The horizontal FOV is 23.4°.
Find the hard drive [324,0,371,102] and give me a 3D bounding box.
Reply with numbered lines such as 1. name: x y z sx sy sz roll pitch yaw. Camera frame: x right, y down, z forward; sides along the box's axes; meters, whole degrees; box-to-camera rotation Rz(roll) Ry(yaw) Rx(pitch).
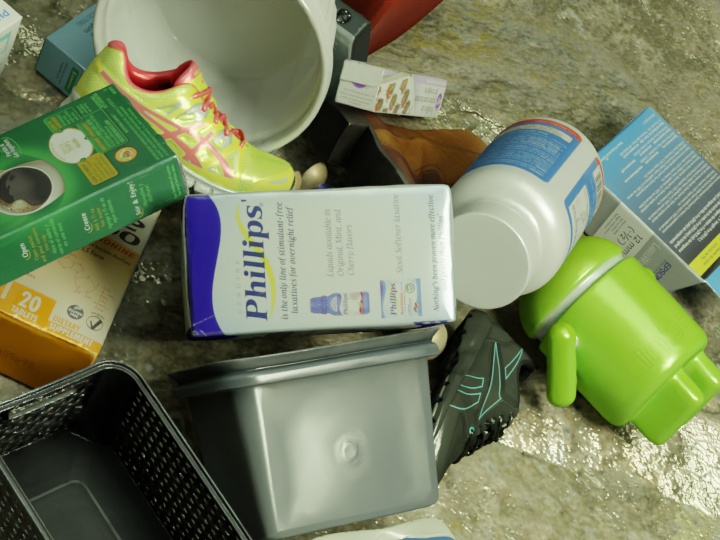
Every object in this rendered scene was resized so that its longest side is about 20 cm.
1. hard drive: -0.080 -0.235 1.558 0.199 0.140 0.033 38 69 13

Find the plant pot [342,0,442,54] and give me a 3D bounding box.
1. plant pot: -0.013 -0.301 1.636 0.200 0.177 0.200 45 48 10

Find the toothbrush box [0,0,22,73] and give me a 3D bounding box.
1. toothbrush box: -0.401 -0.211 1.413 0.200 0.085 0.146 42 46 5

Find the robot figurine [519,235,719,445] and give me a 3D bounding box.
1. robot figurine: 0.222 0.054 1.524 0.200 0.116 0.175 47 41 12

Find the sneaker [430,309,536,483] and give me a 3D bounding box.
1. sneaker: 0.091 0.114 1.434 0.079 0.076 0.201 33 46 -4

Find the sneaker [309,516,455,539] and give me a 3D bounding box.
1. sneaker: 0.015 0.251 1.270 0.199 0.077 0.111 -6 40 -40

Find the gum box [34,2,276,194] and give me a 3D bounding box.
1. gum box: -0.158 -0.167 1.540 0.200 0.045 0.170 39 46 5

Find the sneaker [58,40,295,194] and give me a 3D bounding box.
1. sneaker: -0.135 -0.118 1.393 0.198 0.091 0.078 23 15 -18

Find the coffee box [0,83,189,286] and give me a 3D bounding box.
1. coffee box: -0.241 -0.057 1.278 0.199 0.044 0.123 -28 44 -18

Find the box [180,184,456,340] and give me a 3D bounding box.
1. box: -0.038 -0.003 1.335 0.198 0.184 0.106 -2 87 -7

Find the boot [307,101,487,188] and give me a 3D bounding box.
1. boot: 0.067 -0.069 1.552 0.199 0.069 0.188 8 30 -43

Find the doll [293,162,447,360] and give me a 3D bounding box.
1. doll: 0.000 0.000 1.490 0.200 0.049 0.136 49 35 14

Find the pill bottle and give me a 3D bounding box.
1. pill bottle: 0.128 -0.046 1.447 0.112 0.113 0.200 38 31 4

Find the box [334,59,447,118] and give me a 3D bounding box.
1. box: 0.030 -0.163 1.570 0.041 0.039 0.200 18 9 18

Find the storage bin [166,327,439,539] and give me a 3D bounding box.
1. storage bin: -0.038 0.127 1.324 0.198 0.145 0.136 -6 85 -33

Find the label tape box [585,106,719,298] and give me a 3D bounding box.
1. label tape box: 0.305 -0.047 1.688 0.200 0.066 0.143 46 47 7

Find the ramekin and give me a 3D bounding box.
1. ramekin: -0.112 -0.203 1.435 0.199 0.201 0.105 27 38 -6

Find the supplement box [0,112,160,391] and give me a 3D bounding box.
1. supplement box: -0.238 -0.013 1.352 0.125 0.074 0.201 25 46 -9

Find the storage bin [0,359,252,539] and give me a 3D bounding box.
1. storage bin: -0.179 0.181 1.219 0.135 0.094 0.201 -22 68 -39
